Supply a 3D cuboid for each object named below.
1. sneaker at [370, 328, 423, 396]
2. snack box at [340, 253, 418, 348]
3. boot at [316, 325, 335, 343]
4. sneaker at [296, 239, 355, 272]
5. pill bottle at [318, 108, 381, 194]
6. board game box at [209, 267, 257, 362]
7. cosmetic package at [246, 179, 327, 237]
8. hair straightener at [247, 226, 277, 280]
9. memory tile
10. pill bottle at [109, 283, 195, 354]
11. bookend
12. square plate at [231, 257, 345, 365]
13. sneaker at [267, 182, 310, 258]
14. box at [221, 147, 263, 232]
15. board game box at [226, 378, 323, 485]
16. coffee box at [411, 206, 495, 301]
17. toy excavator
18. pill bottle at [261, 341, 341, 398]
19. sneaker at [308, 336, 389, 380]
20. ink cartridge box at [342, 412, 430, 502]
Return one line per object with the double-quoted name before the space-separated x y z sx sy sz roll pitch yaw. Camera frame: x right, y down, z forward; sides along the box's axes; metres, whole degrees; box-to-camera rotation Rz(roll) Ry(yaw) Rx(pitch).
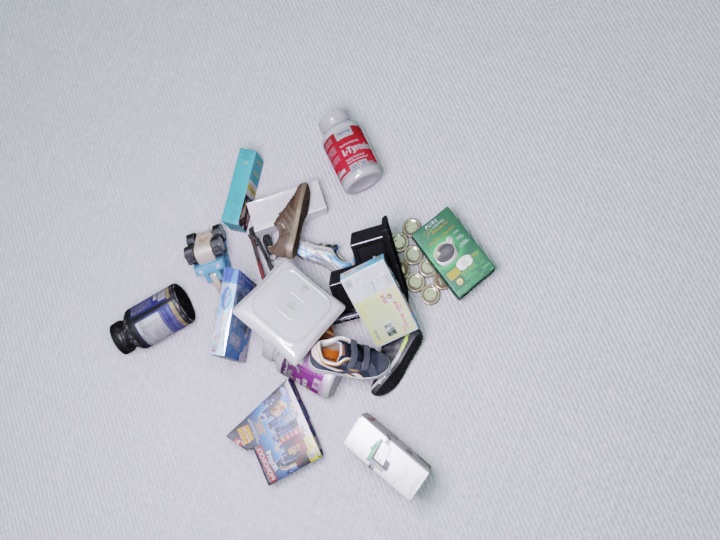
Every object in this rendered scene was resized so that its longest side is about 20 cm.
"sneaker" 0.077 0.212 1.577 0.082 0.072 0.202 30 81 33
"snack box" 0.046 0.074 1.509 0.114 0.037 0.203 -24 112 10
"boot" -0.159 0.117 1.545 0.194 0.156 0.075 1 121 -19
"sneaker" -0.101 -0.046 1.638 0.196 0.072 0.074 25 96 5
"pill bottle" -0.032 -0.311 1.666 0.110 0.112 0.204 -26 76 1
"board game box" -0.305 0.115 1.565 0.042 0.200 0.205 7 79 6
"cosmetic package" -0.191 -0.160 1.673 0.195 0.051 0.084 -19 74 -7
"hair straightener" -0.240 -0.040 1.680 0.075 0.041 0.204 -18 71 -10
"memory tile" 0.153 -0.023 1.632 0.199 0.017 0.154 40 86 12
"pill bottle" -0.531 0.128 1.637 0.197 0.112 0.114 -29 76 1
"bookend" 0.000 0.000 1.550 0.193 0.093 0.204 -14 113 8
"square plate" -0.163 0.085 1.488 0.198 0.029 0.199 37 60 10
"sneaker" -0.180 -0.132 1.604 0.073 0.071 0.205 9 70 10
"box" -0.310 -0.211 1.696 0.048 0.082 0.206 11 80 8
"board game box" -0.215 0.403 1.565 0.196 0.062 0.204 -28 76 2
"coffee box" 0.230 -0.043 1.596 0.122 0.044 0.201 -38 77 -2
"toy excavator" -0.370 0.012 1.653 0.097 0.203 0.196 -19 32 3
"pill bottle" -0.139 0.219 1.568 0.196 0.112 0.114 27 82 12
"sneaker" -0.020 0.203 1.482 0.194 0.080 0.080 4 52 -13
"ink cartridge box" 0.063 0.427 1.482 0.198 0.146 0.085 37 86 14
